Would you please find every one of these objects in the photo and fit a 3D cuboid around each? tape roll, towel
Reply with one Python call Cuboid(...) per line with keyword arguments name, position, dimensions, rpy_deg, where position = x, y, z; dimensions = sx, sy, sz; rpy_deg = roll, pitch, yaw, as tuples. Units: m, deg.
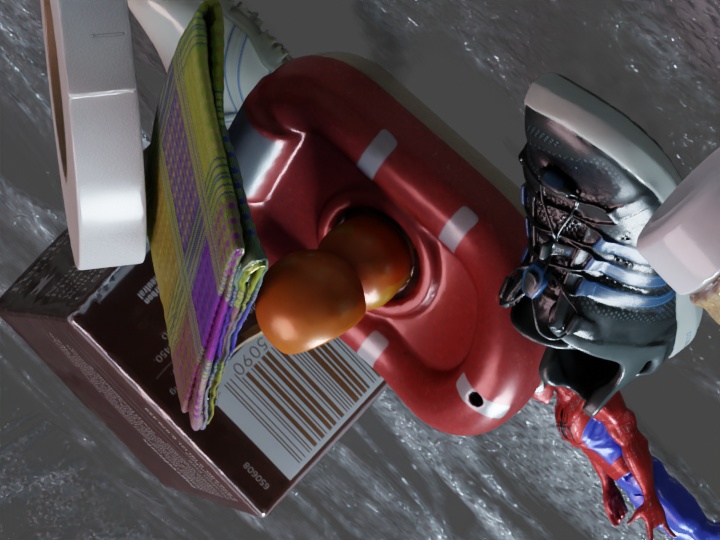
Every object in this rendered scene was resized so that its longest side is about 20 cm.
Cuboid(name="tape roll", position=(-0.141, -0.100, 1.467), dimensions=(0.203, 0.037, 0.203), rpy_deg=(174, 90, -82))
Cuboid(name="towel", position=(-0.076, -0.023, 1.360), dimensions=(0.200, 0.023, 0.144), rpy_deg=(111, 151, -61))

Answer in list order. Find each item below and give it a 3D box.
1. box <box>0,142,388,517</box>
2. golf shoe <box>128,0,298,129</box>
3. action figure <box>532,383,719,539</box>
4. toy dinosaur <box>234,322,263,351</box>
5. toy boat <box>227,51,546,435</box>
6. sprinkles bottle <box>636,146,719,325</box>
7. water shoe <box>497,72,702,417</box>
Cuboid(name="box", position=(-0.085, 0.024, 1.658), dimensions=(0.164, 0.166, 0.200), rpy_deg=(46, 166, -15))
Cuboid(name="golf shoe", position=(-0.068, -0.071, 1.467), dimensions=(0.200, 0.097, 0.078), rpy_deg=(49, 168, -16))
Cuboid(name="action figure", position=(0.152, 0.115, 1.502), dimensions=(0.200, 0.052, 0.065), rpy_deg=(49, 170, -12))
Cuboid(name="toy dinosaur", position=(0.016, 0.018, 1.449), dimensions=(0.200, 0.106, 0.060), rpy_deg=(3, 123, 8))
Cuboid(name="toy boat", position=(0.000, 0.000, 1.343), dimensions=(0.200, 0.131, 0.131), rpy_deg=(41, 135, 9))
Cuboid(name="sprinkles bottle", position=(0.196, 0.036, 1.067), dimensions=(0.200, 0.068, 0.068), rpy_deg=(44, 167, -4))
Cuboid(name="water shoe", position=(0.099, -0.003, 1.213), dimensions=(0.071, 0.079, 0.200), rpy_deg=(35, 164, 34))
